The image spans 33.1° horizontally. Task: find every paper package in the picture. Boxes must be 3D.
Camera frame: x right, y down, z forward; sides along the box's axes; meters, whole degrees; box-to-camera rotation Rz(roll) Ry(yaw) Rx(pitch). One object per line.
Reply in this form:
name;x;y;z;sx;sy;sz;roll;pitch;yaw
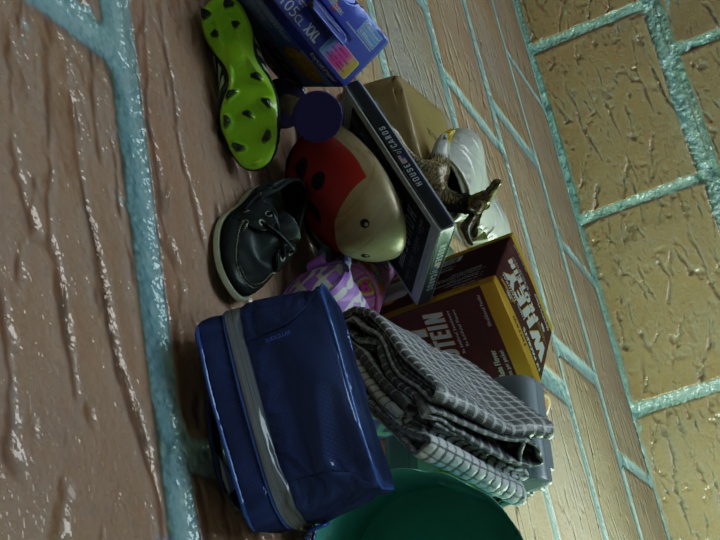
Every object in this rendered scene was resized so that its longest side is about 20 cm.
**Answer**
paper package;0.062;-0.145;1.670;0.200;0.103;0.192;20;55;-68

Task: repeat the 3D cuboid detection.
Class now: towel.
towel;0.072;0.120;1.147;0.165;0.086;0.200;30;5;-36

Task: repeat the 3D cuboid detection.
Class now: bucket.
bucket;0.059;0.278;1.077;0.135;0.206;0.209;42;32;-71

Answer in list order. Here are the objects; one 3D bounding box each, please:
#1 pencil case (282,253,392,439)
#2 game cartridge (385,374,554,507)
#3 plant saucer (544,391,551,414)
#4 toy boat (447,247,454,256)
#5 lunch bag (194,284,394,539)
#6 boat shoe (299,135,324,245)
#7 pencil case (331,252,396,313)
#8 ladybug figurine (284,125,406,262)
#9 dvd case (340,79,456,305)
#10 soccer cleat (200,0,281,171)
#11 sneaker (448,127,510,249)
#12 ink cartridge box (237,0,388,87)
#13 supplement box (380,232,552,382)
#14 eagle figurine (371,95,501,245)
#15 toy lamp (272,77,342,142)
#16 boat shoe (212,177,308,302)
pencil case;-0.011;0.082;1.262;0.086;0.083;0.201;-99;165;-64
game cartridge;0.103;0.188;1.230;0.040;0.199;0.134;34;40;-34
plant saucer;0.138;0.203;1.418;0.037;0.200;0.200;48;8;26
toy boat;0.124;0.037;1.607;0.131;0.130;0.201;45;36;-52
lunch bag;-0.059;0.125;0.997;0.136;0.131;0.201;60;13;-75
boat shoe;-0.031;-0.117;1.436;0.075;0.062;0.201;50;25;-43
pencil case;0.000;0.000;1.377;0.088;0.087;0.200;66;19;-13
ladybug figurine;-0.023;-0.080;1.280;0.200;0.072;0.137;47;-29;46
dvd case;0.030;-0.081;1.285;0.201;0.025;0.151;59;-21;25
soccer cleat;-0.118;-0.191;1.261;0.081;0.067;0.201;47;27;-69
sneaker;0.135;-0.072;1.576;0.116;0.073;0.201;-51;126;-55
ink cartridge box;-0.060;-0.266;1.283;0.137;0.076;0.200;48;-14;-22
supplement box;0.104;0.073;1.413;0.134;0.196;0.200;66;19;-10
eagle figurine;0.062;-0.115;1.423;0.151;0.199;0.152;-62;175;-50
toy lamp;-0.070;-0.172;1.282;0.059;0.058;0.200;64;-8;-17
boat shoe;-0.088;-0.038;1.177;0.075;0.066;0.200;63;19;-16
